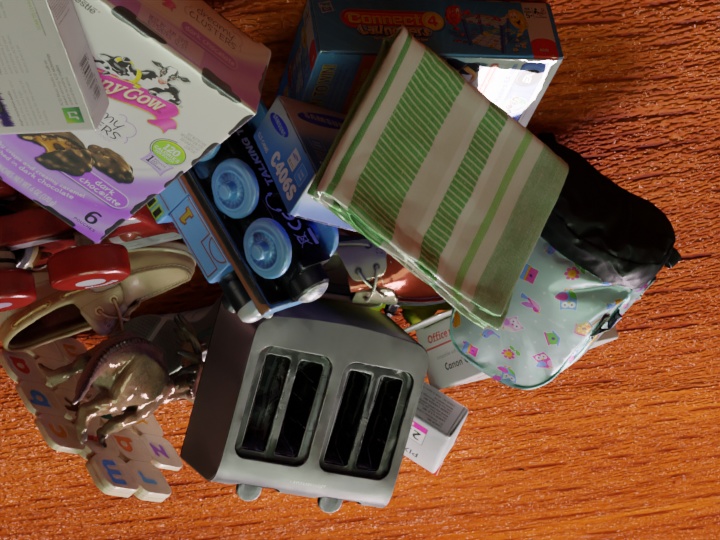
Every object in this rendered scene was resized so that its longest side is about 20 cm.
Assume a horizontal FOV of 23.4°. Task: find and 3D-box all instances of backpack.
[{"bbox_3d":[0.162,0.005,1.521,0.127,0.167,0.201,-44,170,-47],"label":"backpack"}]

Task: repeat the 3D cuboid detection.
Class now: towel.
[{"bbox_3d":[0.064,-0.067,1.289,0.199,0.154,0.023,36,162,-32],"label":"towel"}]

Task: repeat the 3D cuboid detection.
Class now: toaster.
[{"bbox_3d":[-0.047,0.110,1.568,0.179,0.202,0.119,13,-171,-24],"label":"toaster"}]

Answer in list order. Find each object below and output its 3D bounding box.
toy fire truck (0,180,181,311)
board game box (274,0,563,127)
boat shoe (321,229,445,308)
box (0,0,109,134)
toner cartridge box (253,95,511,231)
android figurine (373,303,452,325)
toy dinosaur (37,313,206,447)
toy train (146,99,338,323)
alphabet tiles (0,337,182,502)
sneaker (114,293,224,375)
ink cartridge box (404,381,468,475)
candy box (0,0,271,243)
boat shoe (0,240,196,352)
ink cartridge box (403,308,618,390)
[{"bbox_3d":[-0.256,-0.027,1.450,0.198,0.113,0.168,-14,170,10],"label":"toy fire truck"},{"bbox_3d":[0.035,-0.134,1.381,0.194,0.056,0.200,0,150,-16],"label":"board game box"},{"bbox_3d":[0.000,0.000,1.521,0.198,0.063,0.072,10,121,29],"label":"boat shoe"},{"bbox_3d":[-0.283,-0.156,1.167,0.198,0.037,0.145,-1,132,16],"label":"box"},{"bbox_3d":[0.022,-0.067,1.332,0.199,0.095,0.043,13,125,-36],"label":"toner cartridge box"},{"bbox_3d":[0.062,-0.004,1.646,0.180,0.041,0.200,4,150,-23],"label":"android figurine"},{"bbox_3d":[-0.200,0.090,1.568,0.135,0.086,0.200,-30,162,9],"label":"toy dinosaur"},{"bbox_3d":[-0.099,-0.051,1.355,0.086,0.201,0.114,-20,165,-49],"label":"toy train"},{"bbox_3d":[-0.253,0.135,1.633,0.015,0.201,0.195,-44,151,15],"label":"alphabet tiles"},{"bbox_3d":[-0.153,0.070,1.683,0.199,0.071,0.080,-17,164,18],"label":"sneaker"},{"bbox_3d":[0.002,0.137,1.761,0.199,0.044,0.174,32,150,9],"label":"ink cartridge box"},{"bbox_3d":[-0.191,-0.132,1.246,0.167,0.072,0.199,35,132,-25],"label":"candy box"},{"bbox_3d":[-0.239,0.029,1.580,0.198,0.070,0.074,-16,151,13],"label":"boat shoe"},{"bbox_3d":[0.135,0.066,1.691,0.199,0.068,0.116,-10,170,-31],"label":"ink cartridge box"}]
